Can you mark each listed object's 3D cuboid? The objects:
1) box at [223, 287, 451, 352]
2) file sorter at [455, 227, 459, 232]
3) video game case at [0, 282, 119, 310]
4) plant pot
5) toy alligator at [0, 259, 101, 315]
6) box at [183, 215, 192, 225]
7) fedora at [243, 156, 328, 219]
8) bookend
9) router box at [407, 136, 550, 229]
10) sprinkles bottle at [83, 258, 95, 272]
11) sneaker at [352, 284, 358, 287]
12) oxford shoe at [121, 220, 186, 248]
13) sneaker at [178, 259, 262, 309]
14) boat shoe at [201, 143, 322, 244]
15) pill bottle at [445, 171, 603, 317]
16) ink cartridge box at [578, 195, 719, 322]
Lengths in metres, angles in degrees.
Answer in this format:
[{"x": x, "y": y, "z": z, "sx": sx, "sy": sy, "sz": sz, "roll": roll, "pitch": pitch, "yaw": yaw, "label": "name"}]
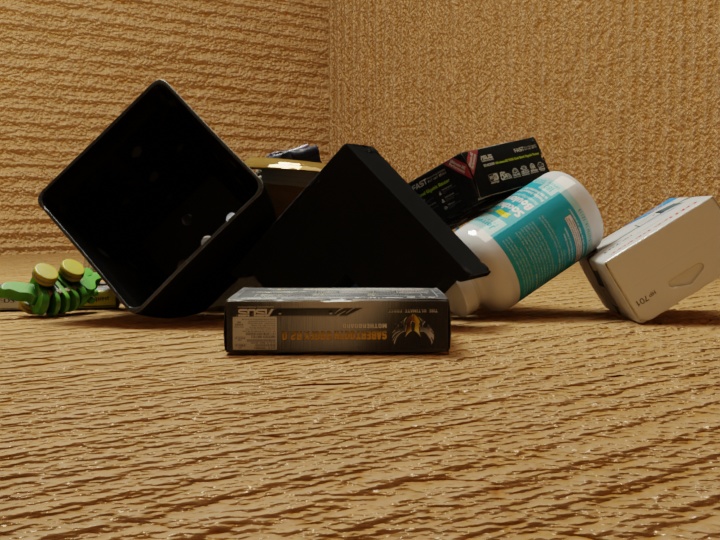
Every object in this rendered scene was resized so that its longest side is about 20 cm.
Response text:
[{"x": -0.020, "y": 0.044, "z": 1.086, "sx": 0.199, "sy": 0.049, "sz": 0.158, "roll": 0, "pitch": 2, "yaw": -1, "label": "box"}, {"x": 0.024, "y": -0.019, "z": 1.603, "sx": 0.199, "sy": 0.123, "sz": 0.138, "roll": -3, "pitch": 4, "yaw": -43, "label": "file sorter"}, {"x": -0.416, "y": 0.032, "z": 1.556, "sx": 0.180, "sy": 0.026, "sz": 0.200, "roll": -1, "pitch": 3, "yaw": -14, "label": "video game case"}, {"x": -0.210, "y": -0.060, "z": 1.355, "sx": 0.200, "sy": 0.200, "sz": 0.177, "roll": 45, "pitch": -1, "yaw": 24, "label": "plant pot"}, {"x": -0.348, "y": 0.024, "z": 1.417, "sx": 0.054, "sy": 0.059, "sz": 0.200, "roll": 45, "pitch": 29, "yaw": 21, "label": "toy alligator"}, {"x": -0.184, "y": -0.051, "z": 1.663, "sx": 0.159, "sy": 0.046, "sz": 0.200, "roll": 32, "pitch": -24, "yaw": -6, "label": "box"}, {"x": -0.054, "y": -0.090, "z": 1.422, "sx": 0.200, "sy": 0.082, "sz": 0.201, "roll": 6, "pitch": 3, "yaw": 0, "label": "fedora"}, {"x": 0.000, "y": 0.000, "z": 1.285, "sx": 0.200, "sy": 0.199, "sz": 0.092, "roll": 46, "pitch": 17, "yaw": 12, "label": "bookend"}, {"x": 0.118, "y": -0.095, "z": 1.469, "sx": 0.150, "sy": 0.062, "sz": 0.200, "roll": -16, "pitch": -8, "yaw": -45, "label": "router box"}, {"x": -0.279, "y": -0.007, "z": 1.616, "sx": 0.199, "sy": 0.069, "sz": 0.068, "roll": 8, "pitch": 0, "yaw": -21, "label": "sprinkles bottle"}, {"x": 0.063, "y": 0.019, "z": 1.415, "sx": 0.199, "sy": 0.066, "sz": 0.078, "roll": -3, "pitch": 1, "yaw": -43, "label": "sneaker"}, {"x": -0.271, "y": -0.054, "z": 1.539, "sx": 0.071, "sy": 0.073, "sz": 0.200, "roll": 23, "pitch": 17, "yaw": 7, "label": "oxford shoe"}, {"x": -0.168, "y": 0.011, "z": 1.478, "sx": 0.199, "sy": 0.079, "sz": 0.079, "roll": 9, "pitch": 9, "yaw": 18, "label": "sneaker"}, {"x": -0.130, "y": -0.101, "z": 1.527, "sx": 0.199, "sy": 0.093, "sz": 0.075, "roll": -22, "pitch": 16, "yaw": -24, "label": "boat shoe"}, {"x": 0.181, "y": -0.025, "z": 1.373, "sx": 0.200, "sy": 0.111, "sz": 0.111, "roll": -32, "pitch": 15, "yaw": -19, "label": "pill bottle"}, {"x": 0.349, "y": -0.016, "z": 1.370, "sx": 0.146, "sy": 0.086, "sz": 0.200, "roll": -32, "pitch": 0, "yaw": 3, "label": "ink cartridge box"}]
